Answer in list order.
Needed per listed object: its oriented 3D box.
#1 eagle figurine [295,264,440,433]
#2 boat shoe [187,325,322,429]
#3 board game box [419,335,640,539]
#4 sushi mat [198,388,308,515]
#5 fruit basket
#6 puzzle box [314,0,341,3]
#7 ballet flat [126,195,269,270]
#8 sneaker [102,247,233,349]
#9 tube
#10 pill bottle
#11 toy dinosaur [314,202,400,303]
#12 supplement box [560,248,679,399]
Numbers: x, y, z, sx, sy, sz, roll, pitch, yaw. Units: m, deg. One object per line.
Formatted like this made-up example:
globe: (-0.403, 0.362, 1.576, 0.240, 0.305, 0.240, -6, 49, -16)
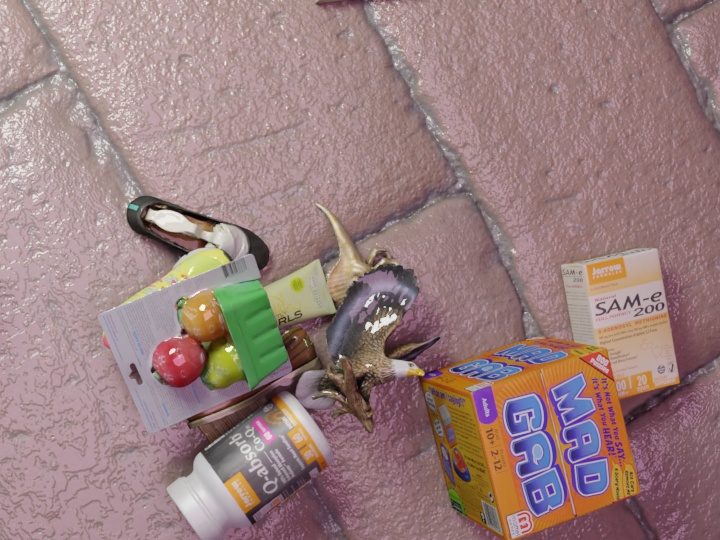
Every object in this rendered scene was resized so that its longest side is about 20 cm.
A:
eagle figurine: (0.020, 0.112, 1.563, 0.150, 0.152, 0.201, 29, 43, -5)
boat shoe: (-0.148, 0.138, 1.556, 0.199, 0.072, 0.068, -27, 94, -27)
board game box: (0.223, 0.218, 1.608, 0.198, 0.200, 0.201, -16, 96, -15)
sushi mat: (-0.145, 0.225, 1.596, 0.096, 0.012, 0.201, -39, 101, -13)
fruit basket: (-0.198, 0.088, 1.459, 0.199, 0.094, 0.186, -20, 121, -5)
puzzle box: (0.022, -0.442, 1.624, 0.198, 0.025, 0.134, -11, 95, -16)
ballet flat: (-0.207, -0.041, 1.542, 0.199, 0.068, 0.069, 18, 84, -17)
sneaker: (-0.241, 0.045, 1.491, 0.199, 0.090, 0.078, -36, 95, 10)
tube: (-0.131, 0.054, 1.579, 0.199, 0.052, 0.058, -21, 142, -20)
pill bottle: (-0.142, 0.257, 1.530, 0.199, 0.116, 0.117, -37, 101, -12)
toy dinosaur: (0.000, 0.000, 1.611, 0.100, 0.058, 0.202, -11, 94, -15)
supplement box: (0.375, 0.077, 1.717, 0.125, 0.073, 0.202, -13, 94, -17)
